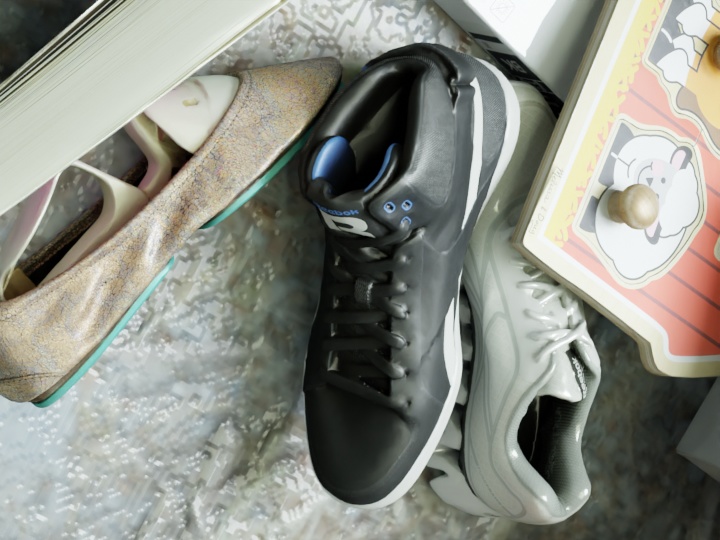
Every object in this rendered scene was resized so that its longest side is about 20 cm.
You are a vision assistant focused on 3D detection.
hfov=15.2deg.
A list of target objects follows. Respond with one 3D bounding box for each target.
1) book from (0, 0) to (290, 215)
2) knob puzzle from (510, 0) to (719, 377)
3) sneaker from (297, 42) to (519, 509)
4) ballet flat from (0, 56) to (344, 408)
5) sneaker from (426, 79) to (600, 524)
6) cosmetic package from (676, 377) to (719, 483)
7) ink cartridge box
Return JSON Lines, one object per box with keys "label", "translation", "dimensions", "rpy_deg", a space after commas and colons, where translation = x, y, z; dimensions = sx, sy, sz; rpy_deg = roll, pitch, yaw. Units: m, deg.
{"label": "book", "translation": [-0.116, -0.063, 1.036], "dimensions": [0.200, 0.133, 0.048], "rpy_deg": [-42, 99, -23]}
{"label": "knob puzzle", "translation": [0.175, -0.042, 1.208], "dimensions": [0.219, 0.030, 0.221], "rpy_deg": [0, 90, -35]}
{"label": "sneaker", "translation": [0.000, 0.000, 1.129], "dimensions": [0.112, 0.073, 0.201], "rpy_deg": [12, 93, -65]}
{"label": "ballet flat", "translation": [-0.089, -0.033, 1.107], "dimensions": [0.200, 0.068, 0.067], "rpy_deg": [-48, 110, -14]}
{"label": "sneaker", "translation": [0.075, 0.016, 1.197], "dimensions": [0.075, 0.081, 0.201], "rpy_deg": [-7, 101, -25]}
{"label": "cosmetic package", "translation": [0.240, 0.026, 1.305], "dimensions": [0.082, 0.051, 0.201], "rpy_deg": [34, 83, -28]}
{"label": "ink cartridge box", "translation": [0.124, -0.105, 1.223], "dimensions": [0.200, 0.039, 0.100], "rpy_deg": [42, 78, -27]}
